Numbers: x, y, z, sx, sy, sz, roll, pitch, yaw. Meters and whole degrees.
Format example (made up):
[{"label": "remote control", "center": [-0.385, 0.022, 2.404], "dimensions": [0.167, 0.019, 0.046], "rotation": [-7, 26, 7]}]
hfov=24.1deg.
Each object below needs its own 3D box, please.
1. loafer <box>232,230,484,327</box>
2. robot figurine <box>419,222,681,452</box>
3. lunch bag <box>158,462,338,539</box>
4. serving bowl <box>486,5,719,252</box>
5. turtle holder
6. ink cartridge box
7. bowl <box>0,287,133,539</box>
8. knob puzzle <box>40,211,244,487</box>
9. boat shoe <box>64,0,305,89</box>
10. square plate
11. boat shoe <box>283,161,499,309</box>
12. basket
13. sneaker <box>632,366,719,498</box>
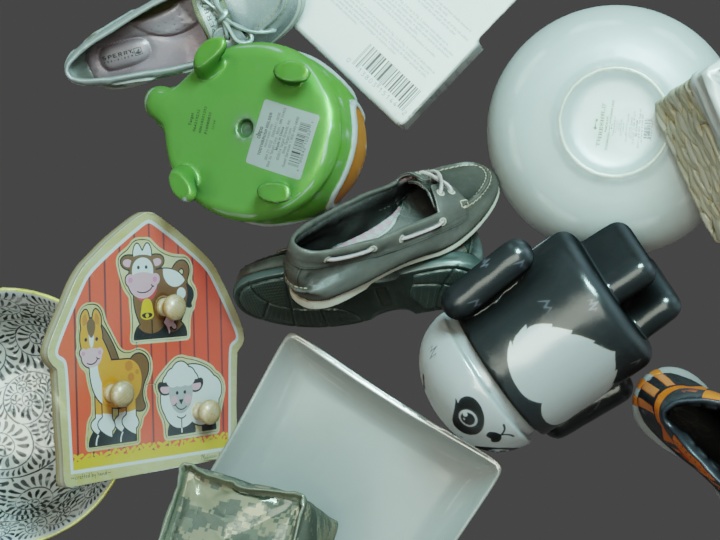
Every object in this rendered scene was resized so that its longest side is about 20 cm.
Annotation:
[{"label": "loafer", "center": [0.000, 0.000, 1.338], "dimensions": [0.200, 0.072, 0.063], "rotation": [-4, 48, 6]}, {"label": "robot figurine", "center": [0.140, 0.052, 1.274], "dimensions": [0.200, 0.125, 0.150], "rotation": [-35, 85, 9]}, {"label": "lunch bag", "center": [-0.099, 0.257, 1.233], "dimensions": [0.117, 0.164, 0.200], "rotation": [13, 78, 11]}, {"label": "serving bowl", "center": [0.197, -0.111, 1.304], "dimensions": [0.200, 0.066, 0.200], "rotation": [0, 88, 7]}, {"label": "turtle holder", "center": [-0.081, -0.098, 1.307], "dimensions": [0.185, 0.132, 0.141], "rotation": [-14, 79, 25]}, {"label": "ink cartridge box", "center": [0.023, -0.243, 1.343], "dimensions": [0.200, 0.045, 0.176], "rotation": [44, 96, 7]}, {"label": "bowl", "center": [-0.272, 0.115, 1.345], "dimensions": [0.201, 0.094, 0.201], "rotation": [0, 87, 3]}, {"label": "knob puzzle", "center": [-0.157, 0.055, 1.290], "dimensions": [0.030, 0.220, 0.220], "rotation": [0, 88, 43]}, {"label": "boat shoe", "center": [-0.139, -0.190, 1.334], "dimensions": [0.202, 0.065, 0.074], "rotation": [-15, 100, 20]}, {"label": "square plate", "center": [-0.019, 0.181, 1.331], "dimensions": [0.198, 0.028, 0.200], "rotation": [32, 103, 7]}, {"label": "boat shoe", "center": [0.028, -0.039, 1.285], "dimensions": [0.200, 0.057, 0.067], "rotation": [-31, 48, -24]}, {"label": "basket", "center": [0.330, -0.114, 1.226], "dimensions": [0.200, 0.123, 0.136], "rotation": [-25, 92, -14]}, {"label": "sneaker", "center": [0.292, 0.149, 1.244], "dimensions": [0.200, 0.112, 0.078], "rotation": [31, 94, -8]}]
